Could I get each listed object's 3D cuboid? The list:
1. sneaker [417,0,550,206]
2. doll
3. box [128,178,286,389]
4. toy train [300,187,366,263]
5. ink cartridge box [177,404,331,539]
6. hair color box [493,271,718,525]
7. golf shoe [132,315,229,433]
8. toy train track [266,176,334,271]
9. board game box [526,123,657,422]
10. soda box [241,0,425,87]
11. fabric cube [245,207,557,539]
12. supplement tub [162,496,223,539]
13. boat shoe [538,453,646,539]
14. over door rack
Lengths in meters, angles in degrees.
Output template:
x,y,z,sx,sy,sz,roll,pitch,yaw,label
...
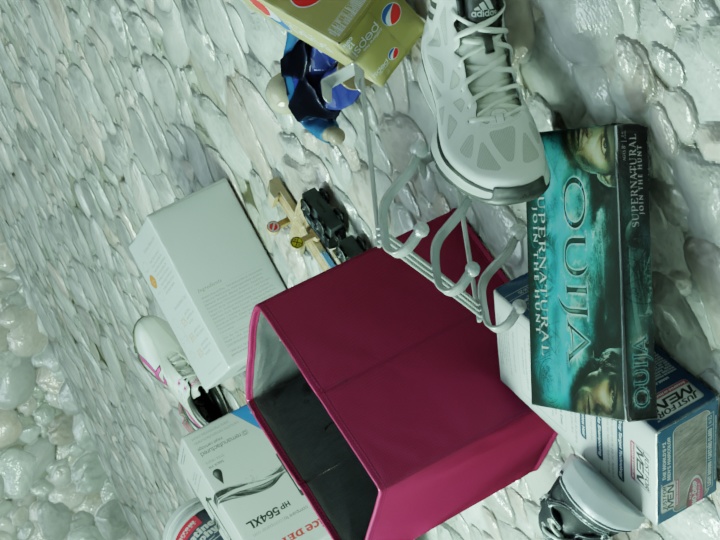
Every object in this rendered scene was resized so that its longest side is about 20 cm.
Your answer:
x,y,z,sx,sy,sz,roll,pitch,yaw,label
0.080,-0.140,1.250,0.201,0.076,0.115,-110,12,-47,sneaker
-0.038,-0.179,1.583,0.200,0.048,0.137,157,98,-69,doll
-0.169,0.018,2.070,0.200,0.106,0.152,62,161,4,box
0.000,0.000,1.732,0.200,0.034,0.046,53,161,27,toy train
-0.112,0.269,2.182,0.200,0.146,0.084,55,157,20,ink cartridge box
0.183,0.089,1.343,0.200,0.061,0.100,44,152,44,hair color box
-0.240,0.143,2.467,0.200,0.073,0.092,56,155,-7,golf shoe
-0.050,-0.008,1.848,0.200,0.033,0.115,56,159,17,toy train track
0.158,0.000,1.242,0.135,0.028,0.200,-178,85,-68,board game box
-0.038,-0.223,1.451,0.200,0.064,0.068,37,178,44,soda box
0.037,0.103,1.525,0.200,0.199,0.196,55,160,22,fabric cube
-0.193,0.419,2.581,0.200,0.140,0.140,29,141,57,supplement tub
0.171,0.188,1.387,0.072,0.068,0.200,36,180,0,boat shoe
0.056,-0.064,1.354,0.148,0.067,0.200,37,-155,-43,over door rack
